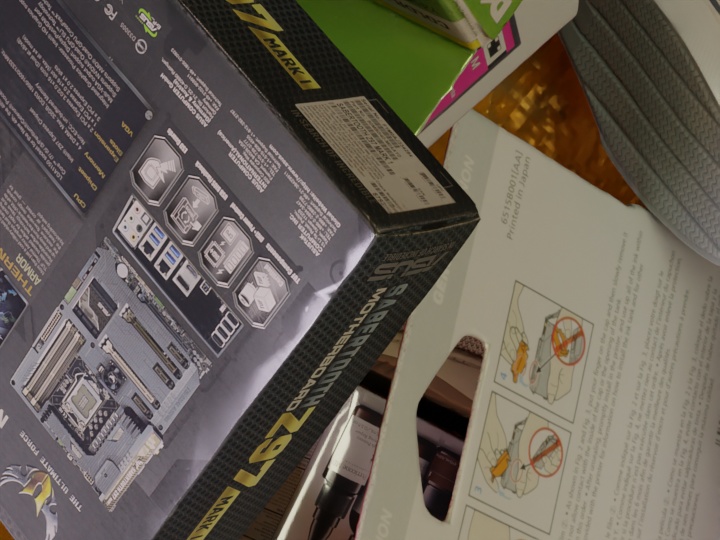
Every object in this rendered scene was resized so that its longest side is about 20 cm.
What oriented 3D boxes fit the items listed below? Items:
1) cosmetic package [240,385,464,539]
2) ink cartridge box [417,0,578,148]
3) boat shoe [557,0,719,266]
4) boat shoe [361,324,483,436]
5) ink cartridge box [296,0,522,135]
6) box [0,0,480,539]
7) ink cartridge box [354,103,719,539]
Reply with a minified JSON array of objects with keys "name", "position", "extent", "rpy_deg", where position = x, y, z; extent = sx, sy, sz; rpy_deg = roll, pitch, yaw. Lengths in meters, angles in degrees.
[{"name":"cosmetic package","position":[0.054,0.116,0.909],"extent":[0.200,0.051,0.083],"rpy_deg":[28,84,-20]},{"name":"ink cartridge box","position":[-0.005,-0.074,0.813],"extent":[0.200,0.095,0.037],"rpy_deg":[-44,137,-23]},{"name":"boat shoe","position":[0.102,-0.093,0.863],"extent":[0.067,0.074,0.200],"rpy_deg":[-19,67,-26]},{"name":"boat shoe","position":[0.000,0.000,0.875],"extent":[0.200,0.071,0.065],"rpy_deg":[28,79,-30]},{"name":"ink cartridge box","position":[-0.031,-0.104,0.733],"extent":[0.200,0.148,0.076],"rpy_deg":[-55,149,-9]},{"name":"box","position":[-0.081,-0.028,0.712],"extent":[0.200,0.158,0.051],"rpy_deg":[49,32,21]},{"name":"ink cartridge box","position":[0.058,0.072,0.837],"extent":[0.173,0.044,0.200],"rpy_deg":[27,67,-35]}]
